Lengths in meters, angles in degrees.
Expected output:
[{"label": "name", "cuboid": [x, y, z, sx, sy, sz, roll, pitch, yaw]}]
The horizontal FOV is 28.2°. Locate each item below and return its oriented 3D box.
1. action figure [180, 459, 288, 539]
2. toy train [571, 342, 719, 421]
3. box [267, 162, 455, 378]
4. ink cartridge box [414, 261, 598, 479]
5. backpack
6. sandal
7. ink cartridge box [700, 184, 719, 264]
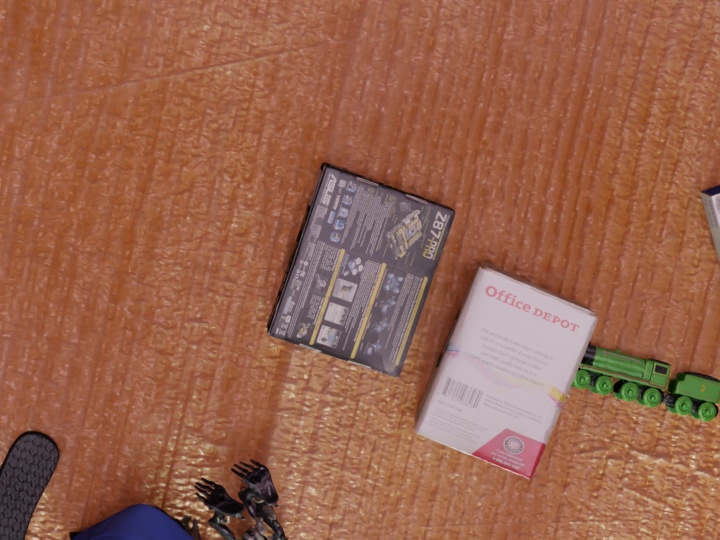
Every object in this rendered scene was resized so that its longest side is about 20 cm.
[{"label": "action figure", "cuboid": [-0.138, 0.291, 1.608, 0.118, 0.102, 0.202, -30, 145, -28]}, {"label": "toy train", "cuboid": [0.329, 0.129, 1.669, 0.197, 0.042, 0.057, 15, 88, -9]}, {"label": "box", "cuboid": [0.000, 0.000, 1.602, 0.159, 0.049, 0.203, 18, 97, -8]}, {"label": "ink cartridge box", "cuboid": [0.162, 0.111, 1.612, 0.146, 0.086, 0.202, 23, 95, 0]}, {"label": "backpack", "cuboid": [-0.246, 0.360, 1.539, 0.162, 0.169, 0.199, 41, 133, -15]}, {"label": "sandal", "cuboid": [-0.401, 0.274, 1.607, 0.075, 0.045, 0.202, 32, 80, -16]}, {"label": "ink cartridge box", "cuboid": [0.468, -0.009, 1.658, 0.093, 0.044, 0.202, -19, 101, -2]}]
